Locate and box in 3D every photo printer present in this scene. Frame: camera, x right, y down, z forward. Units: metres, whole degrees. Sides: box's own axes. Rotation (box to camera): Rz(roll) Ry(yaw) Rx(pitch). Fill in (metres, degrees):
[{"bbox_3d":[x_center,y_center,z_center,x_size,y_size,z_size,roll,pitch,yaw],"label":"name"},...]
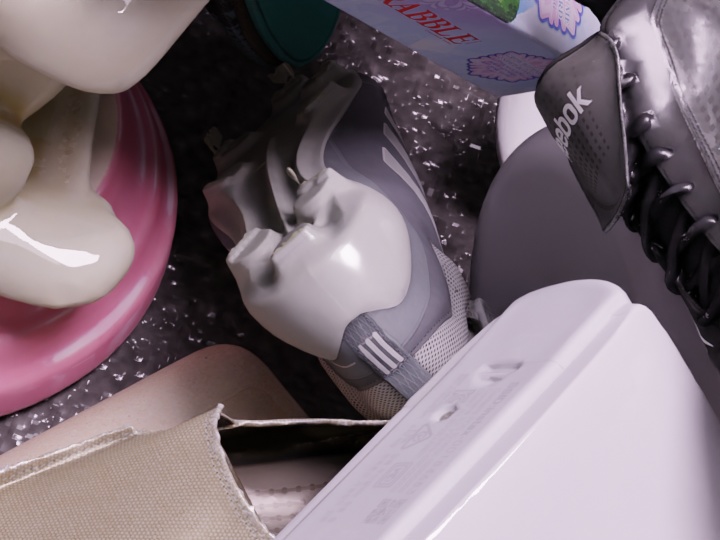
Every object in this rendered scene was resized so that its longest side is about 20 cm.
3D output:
[{"bbox_3d":[0.060,0.129,0.755,0.166,0.069,0.200,-43,112,-31],"label":"photo printer"}]

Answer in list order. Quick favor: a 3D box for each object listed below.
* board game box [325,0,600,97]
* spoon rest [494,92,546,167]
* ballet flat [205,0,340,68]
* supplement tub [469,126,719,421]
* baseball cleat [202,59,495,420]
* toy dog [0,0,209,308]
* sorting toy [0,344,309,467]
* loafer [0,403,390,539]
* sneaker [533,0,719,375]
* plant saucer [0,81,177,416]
[{"bbox_3d":[0.011,-0.173,0.823,0.199,0.041,0.200,21,67,-56],"label":"board game box"},{"bbox_3d":[0.125,-0.093,0.961,0.099,0.200,0.061,38,1,-24],"label":"spoon rest"},{"bbox_3d":[-0.050,-0.145,0.919,0.074,0.200,0.074,-3,54,5],"label":"ballet flat"},{"bbox_3d":[0.150,0.013,0.887,0.200,0.145,0.145,-9,55,-23],"label":"supplement tub"},{"bbox_3d":[0.000,0.000,0.891,0.106,0.070,0.200,49,13,-16],"label":"baseball cleat"},{"bbox_3d":[-0.117,-0.120,0.811,0.194,0.200,0.140,19,48,-2],"label":"toy dog"},{"bbox_3d":[-0.048,0.120,0.809,0.185,0.036,0.200,-28,64,-34],"label":"sorting toy"},{"bbox_3d":[-0.053,0.074,0.778,0.200,0.068,0.076,-11,58,-28],"label":"loafer"},{"bbox_3d":[0.092,-0.026,0.766,0.090,0.067,0.200,6,52,-11],"label":"sneaker"},{"bbox_3d":[-0.155,-0.042,0.901,0.200,0.051,0.201,9,50,-11],"label":"plant saucer"}]
